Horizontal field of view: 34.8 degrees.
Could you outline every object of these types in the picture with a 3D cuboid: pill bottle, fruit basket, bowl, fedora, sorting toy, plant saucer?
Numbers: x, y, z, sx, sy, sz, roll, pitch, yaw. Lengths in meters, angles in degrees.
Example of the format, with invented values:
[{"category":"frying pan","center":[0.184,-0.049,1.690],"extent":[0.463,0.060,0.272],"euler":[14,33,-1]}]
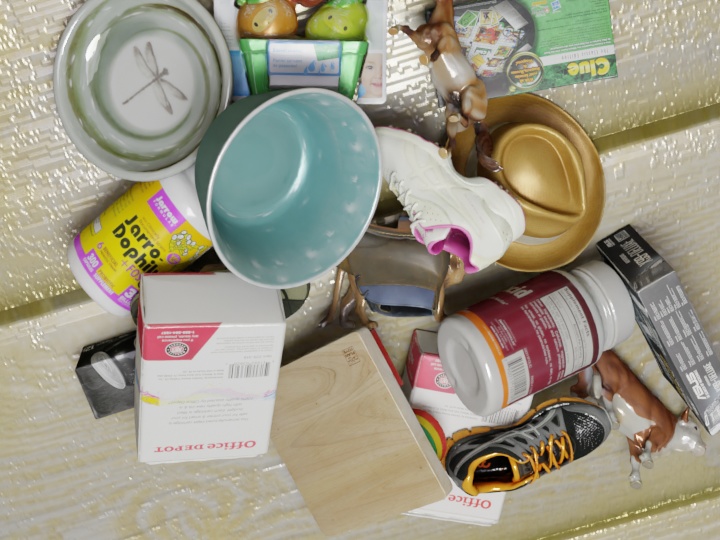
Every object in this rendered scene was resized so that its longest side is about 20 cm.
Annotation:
[{"category":"pill bottle","center":[-0.211,-0.049,1.229],"extent":[0.199,0.105,0.104],"euler":[-40,108,9]},{"category":"fruit basket","center":[-0.059,-0.272,1.170],"extent":[0.181,0.094,0.204],"euler":[1,106,-5]},{"category":"bowl","center":[-0.087,-0.095,1.143],"extent":[0.198,0.105,0.204],"euler":[-17,121,-30]},{"category":"fedora","center":[0.185,-0.097,1.231],"extent":[0.197,0.082,0.205],"euler":[0,89,-12]},{"category":"sorting toy","center":[-0.004,0.174,1.285],"extent":[0.199,0.069,0.201],"euler":[-27,93,40]},{"category":"pill bottle","center":[0.192,0.068,1.251],"extent":[0.197,0.114,0.116],"euler":[-22,112,-20]},{"category":"plant saucer","center":[-0.219,-0.194,1.187],"extent":[0.196,0.050,0.204],"euler":[1,95,13]}]

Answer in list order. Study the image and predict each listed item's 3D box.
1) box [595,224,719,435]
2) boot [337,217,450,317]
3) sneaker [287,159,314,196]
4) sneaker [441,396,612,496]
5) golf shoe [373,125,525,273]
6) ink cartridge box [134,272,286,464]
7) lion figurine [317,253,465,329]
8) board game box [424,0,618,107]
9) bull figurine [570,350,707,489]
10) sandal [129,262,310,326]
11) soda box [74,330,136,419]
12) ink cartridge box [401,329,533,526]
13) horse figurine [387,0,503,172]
[{"category":"box","center":[0.348,0.064,1.292],"extent":[0.049,0.158,0.202],"euler":[-30,110,6]},{"category":"boot","center":[0.000,0.000,1.230],"extent":[0.196,0.075,0.099],"euler":[-3,68,18]},{"category":"sneaker","center":[-0.081,-0.094,1.257],"extent":[0.198,0.072,0.084],"euler":[-34,86,6]},{"category":"sneaker","center":[0.190,0.205,1.282],"extent":[0.197,0.077,0.079],"euler":[-19,110,1]},{"category":"golf shoe","center":[0.070,-0.075,1.177],"extent":[0.198,0.076,0.092],"euler":[33,68,16]},{"category":"ink cartridge box","center":[-0.163,0.102,1.207],"extent":[0.145,0.086,0.202],"euler":[-1,132,-16]},{"category":"lion figurine","center":[0.043,-0.001,1.287],"extent":[0.196,0.072,0.125],"euler":[-6,90,4]},{"category":"board game box","center":[0.172,-0.242,1.227],"extent":[0.196,0.023,0.107],"euler":[-9,97,-1]},{"category":"bull figurine","center":[0.326,0.176,1.363],"extent":[0.199,0.122,0.065],"euler":[42,133,-10]},{"category":"sandal","center":[-0.150,0.019,1.237],"extent":[0.197,0.058,0.081],"euler":[-6,131,-15]},{"category":"soda box","center":[-0.217,0.099,1.303],"extent":[0.197,0.063,0.072],"euler":[-18,111,1]},{"category":"ink cartridge box","center":[0.112,0.187,1.353],"extent":[0.143,0.085,0.204],"euler":[10,107,-8]},{"category":"horse figurine","center":[0.092,-0.195,1.170],"extent":[0.049,0.133,0.202],"euler":[-19,103,29]}]
